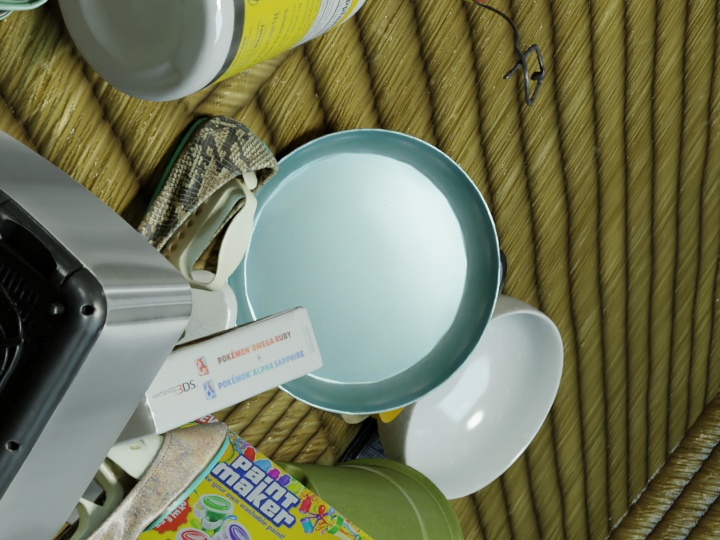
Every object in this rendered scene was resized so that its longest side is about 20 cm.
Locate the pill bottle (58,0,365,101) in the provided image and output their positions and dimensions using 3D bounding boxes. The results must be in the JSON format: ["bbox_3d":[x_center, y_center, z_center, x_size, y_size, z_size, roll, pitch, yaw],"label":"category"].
[{"bbox_3d":[-0.059,-0.170,1.128,0.200,0.111,0.112,-32,151,-49],"label":"pill bottle"}]

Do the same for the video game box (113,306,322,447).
[{"bbox_3d":[-0.150,0.080,1.255,0.199,0.047,0.182,-18,178,32],"label":"video game box"}]

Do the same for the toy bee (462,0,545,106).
[{"bbox_3d":[0.078,-0.225,1.403,0.131,0.108,0.201,67,35,-58],"label":"toy bee"}]

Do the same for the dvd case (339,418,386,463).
[{"bbox_3d":[0.062,0.119,2.023,0.200,0.016,0.149,-53,159,-2],"label":"dvd case"}]

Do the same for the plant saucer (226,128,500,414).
[{"bbox_3d":[0.000,0.000,1.479,0.200,0.200,0.027,-53,-163,-4],"label":"plant saucer"}]

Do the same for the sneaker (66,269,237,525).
[{"bbox_3d":[-0.145,0.077,1.419,0.200,0.075,0.088,-54,174,17],"label":"sneaker"}]

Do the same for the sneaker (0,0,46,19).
[{"bbox_3d":[-0.158,-0.149,0.920,0.200,0.118,0.074,-29,147,-53],"label":"sneaker"}]

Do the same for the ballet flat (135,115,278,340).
[{"bbox_3d":[-0.121,-0.003,1.311,0.200,0.075,0.068,-54,158,-2],"label":"ballet flat"}]

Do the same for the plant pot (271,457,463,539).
[{"bbox_3d":[-0.038,0.236,1.770,0.200,0.200,0.190,-55,149,1],"label":"plant pot"}]

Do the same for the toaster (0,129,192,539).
[{"bbox_3d":[-0.201,0.023,1.019,0.200,0.181,0.119,-58,163,13],"label":"toaster"}]

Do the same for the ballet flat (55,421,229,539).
[{"bbox_3d":[-0.159,0.149,1.318,0.200,0.067,0.068,-51,-165,-32],"label":"ballet flat"}]

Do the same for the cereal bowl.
[{"bbox_3d":[0.088,0.104,1.925,0.200,0.083,0.201,-28,136,-31],"label":"cereal bowl"}]

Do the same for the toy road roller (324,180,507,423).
[{"bbox_3d":[0.009,-0.002,1.559,0.200,0.123,0.146,-49,147,-27],"label":"toy road roller"}]

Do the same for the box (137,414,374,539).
[{"bbox_3d":[-0.110,0.245,1.557,0.193,0.200,0.122,-45,158,-27],"label":"box"}]
